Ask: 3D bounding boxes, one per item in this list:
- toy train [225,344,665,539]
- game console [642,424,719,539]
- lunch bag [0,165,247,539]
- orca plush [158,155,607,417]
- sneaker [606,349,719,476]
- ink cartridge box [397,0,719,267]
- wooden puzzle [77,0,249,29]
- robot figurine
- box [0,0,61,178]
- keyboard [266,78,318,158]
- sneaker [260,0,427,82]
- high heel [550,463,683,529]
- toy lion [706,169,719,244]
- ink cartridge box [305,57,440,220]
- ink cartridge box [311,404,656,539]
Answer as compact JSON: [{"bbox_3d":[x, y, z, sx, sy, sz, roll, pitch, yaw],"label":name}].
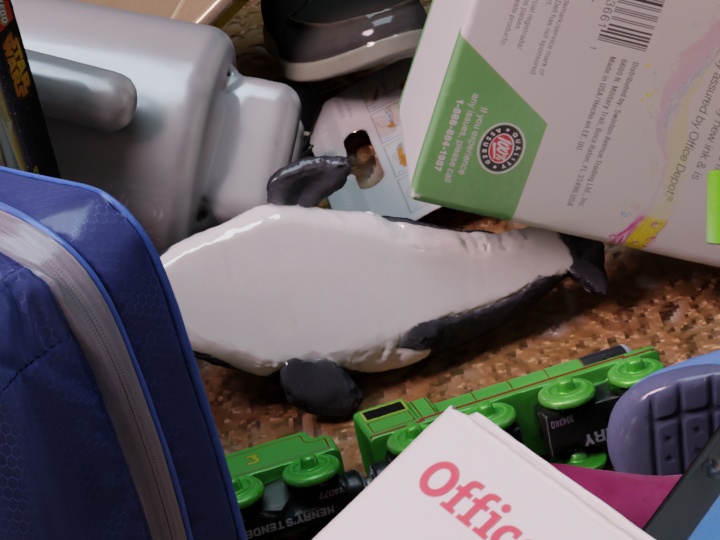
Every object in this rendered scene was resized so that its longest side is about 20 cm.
[{"bbox_3d":[0.029,0.069,0.767,0.199,0.042,0.056,-16,20,-10],"label":"toy train"},{"bbox_3d":[0.182,0.080,0.576,0.200,0.119,0.172,-47,8,-30],"label":"game console"},{"bbox_3d":[-0.127,0.054,0.673,0.135,0.201,0.132,14,40,36],"label":"lunch bag"},{"bbox_3d":[0.000,0.000,0.861,0.199,0.106,0.071,-22,1,-15],"label":"orca plush"},{"bbox_3d":[0.181,0.045,0.731,0.199,0.074,0.082,-7,28,-10],"label":"sneaker"},{"bbox_3d":[0.131,-0.087,0.828,0.199,0.146,0.088,12,28,-10],"label":"ink cartridge box"},{"bbox_3d":[-0.109,-0.141,1.067,0.200,0.037,0.185,-48,27,15],"label":"wooden puzzle"},{"bbox_3d":[-0.127,-0.061,0.883,0.199,0.170,0.114,11,75,3],"label":"robot figurine"},{"bbox_3d":[-0.188,-0.025,0.826,0.136,0.201,0.040,3,34,20],"label":"box"},{"bbox_3d":[-0.072,-0.052,0.990,0.104,0.040,0.200,-1,35,18],"label":"keyboard"},{"bbox_3d":[-0.021,-0.163,1.063,0.074,0.107,0.200,-15,16,-15],"label":"sneaker"},{"bbox_3d":[0.114,0.079,0.683,0.199,0.068,0.096,10,45,22],"label":"high heel"},{"bbox_3d":[0.232,-0.021,0.714,0.199,0.069,0.191,-1,2,-38],"label":"toy lion"},{"bbox_3d":[0.078,-0.074,1.006,0.199,0.047,0.160,-27,31,4],"label":"ink cartridge box"},{"bbox_3d":[0.010,0.153,0.519,0.200,0.086,0.147,-42,37,-10],"label":"ink cartridge box"}]
